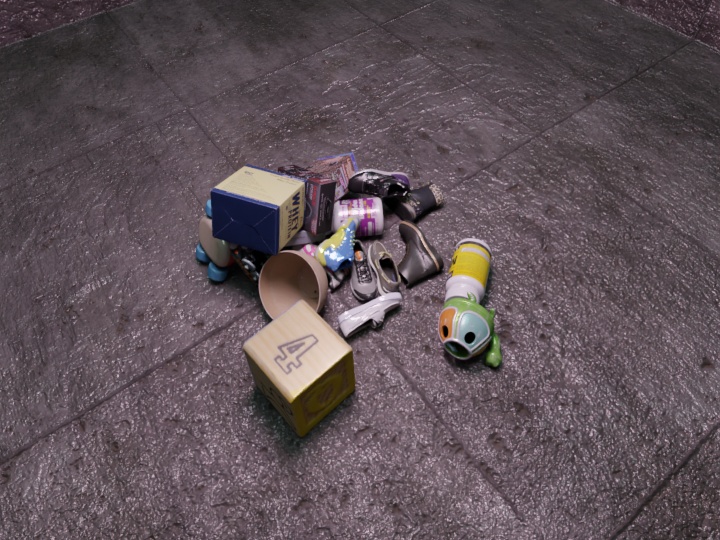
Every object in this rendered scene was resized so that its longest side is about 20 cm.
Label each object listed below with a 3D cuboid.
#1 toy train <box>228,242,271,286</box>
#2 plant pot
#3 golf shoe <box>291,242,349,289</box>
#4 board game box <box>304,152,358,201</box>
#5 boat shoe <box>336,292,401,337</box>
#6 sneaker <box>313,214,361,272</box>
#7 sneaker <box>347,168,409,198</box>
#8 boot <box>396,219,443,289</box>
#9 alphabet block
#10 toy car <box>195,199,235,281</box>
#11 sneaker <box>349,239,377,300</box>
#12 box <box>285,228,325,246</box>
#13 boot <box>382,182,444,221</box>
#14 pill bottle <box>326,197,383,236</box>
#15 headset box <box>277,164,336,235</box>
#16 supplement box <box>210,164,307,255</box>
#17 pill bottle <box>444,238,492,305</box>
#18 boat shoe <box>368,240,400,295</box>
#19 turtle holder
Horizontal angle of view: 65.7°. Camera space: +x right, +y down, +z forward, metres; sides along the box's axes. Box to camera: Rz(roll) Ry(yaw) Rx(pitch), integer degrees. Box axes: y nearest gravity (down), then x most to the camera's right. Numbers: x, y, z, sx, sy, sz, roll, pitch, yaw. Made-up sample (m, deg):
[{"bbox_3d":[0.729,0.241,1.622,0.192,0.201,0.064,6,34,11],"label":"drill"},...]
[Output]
[{"bbox_3d":[-0.298,-0.018,1.572,0.111,0.202,0.087,20,65,31],"label":"toy train"},{"bbox_3d":[-0.164,0.039,1.538,0.195,0.207,0.134,22,19,20],"label":"plant pot"},{"bbox_3d":[-0.133,-0.017,1.636,0.195,0.074,0.093,26,56,22],"label":"golf shoe"},{"bbox_3d":[-0.118,-0.280,1.765,0.155,0.100,0.200,-2,29,36],"label":"board game box"},{"bbox_3d":[0.033,0.125,1.526,0.194,0.074,0.067,-23,68,-11],"label":"boat shoe"},{"bbox_3d":[-0.043,-0.069,1.605,0.104,0.076,0.200,39,65,9],"label":"sneaker"},{"bbox_3d":[0.057,-0.261,1.712,0.192,0.078,0.089,-3,33,0],"label":"sneaker"},{"bbox_3d":[0.137,-0.052,1.654,0.136,0.079,0.201,-30,54,-14],"label":"boot"},{"bbox_3d":[-0.144,0.237,1.358,0.195,0.199,0.199,-37,59,-23],"label":"alphabet block"},{"bbox_3d":[-0.372,-0.095,1.681,0.196,0.188,0.177,-7,42,-43],"label":"toy car"},{"bbox_3d":[0.000,0.000,1.613,0.071,0.081,0.205,-11,53,-9],"label":"sneaker"},{"bbox_3d":[-0.220,-0.134,1.687,0.152,0.043,0.198,-10,29,-37],"label":"box"},{"bbox_3d":[0.162,-0.250,1.814,0.150,0.075,0.205,-24,54,-22],"label":"boot"},{"bbox_3d":[-0.029,-0.161,1.721,0.192,0.114,0.115,-6,50,-2],"label":"pill bottle"},{"bbox_3d":[-0.156,-0.205,1.627,0.196,0.154,0.076,26,29,33],"label":"headset box"},{"bbox_3d":[-0.270,-0.169,1.507,0.193,0.138,0.201,16,33,12],"label":"supplement box"},{"bbox_3d":[0.299,0.021,1.557,0.110,0.116,0.204,12,52,13],"label":"pill bottle"},{"bbox_3d":[0.072,-0.015,1.617,0.070,0.061,0.206,8,45,-24],"label":"boat shoe"},{"bbox_3d":[0.278,0.166,1.445,0.138,0.187,0.134,-7,40,40],"label":"turtle holder"}]
